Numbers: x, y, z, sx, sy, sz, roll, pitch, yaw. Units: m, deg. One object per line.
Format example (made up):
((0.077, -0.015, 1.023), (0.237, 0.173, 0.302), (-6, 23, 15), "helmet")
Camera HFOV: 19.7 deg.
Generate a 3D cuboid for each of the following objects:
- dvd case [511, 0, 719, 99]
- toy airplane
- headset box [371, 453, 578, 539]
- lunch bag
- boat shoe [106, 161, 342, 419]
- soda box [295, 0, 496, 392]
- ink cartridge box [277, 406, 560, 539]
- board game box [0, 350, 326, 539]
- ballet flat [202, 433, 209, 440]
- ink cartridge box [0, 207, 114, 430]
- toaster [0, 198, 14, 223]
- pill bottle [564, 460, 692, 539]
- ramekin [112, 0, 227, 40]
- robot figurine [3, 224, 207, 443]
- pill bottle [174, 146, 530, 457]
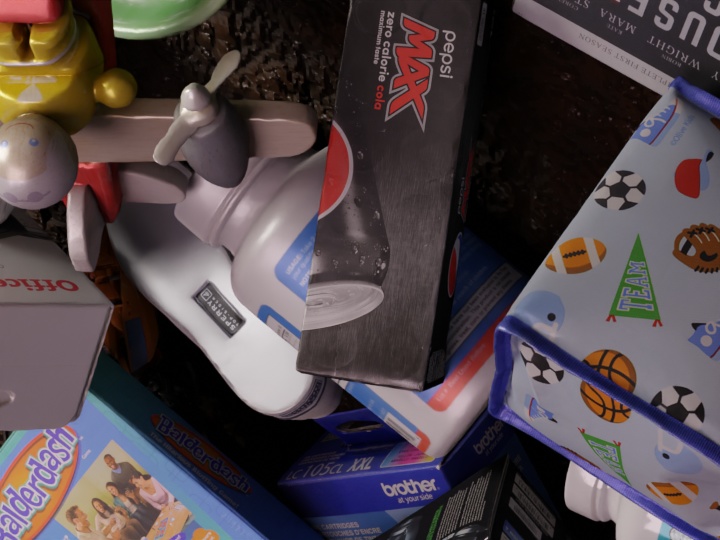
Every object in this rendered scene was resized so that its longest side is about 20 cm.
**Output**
((0.161, -0.166, 0.952), (0.150, 0.025, 0.200), (31, 134, 15), "dvd case")
((-0.152, -0.073, 1.028), (0.199, 0.141, 0.200), (37, 126, -22), "toy airplane")
((0.052, 0.233, 1.163), (0.200, 0.093, 0.174), (-34, 103, 24), "headset box")
((0.186, 0.039, 0.969), (0.200, 0.170, 0.124), (29, 158, 16), "lunch bag")
((-0.078, 0.011, 1.227), (0.071, 0.070, 0.200), (-46, 64, 8), "boat shoe")
((0.018, -0.043, 1.041), (0.071, 0.063, 0.200), (9, 92, 9), "soda box")
((0.044, 0.157, 1.246), (0.136, 0.076, 0.200), (-13, 111, 42), "ink cartridge box")
((-0.135, 0.164, 1.259), (0.200, 0.045, 0.152), (40, 115, 0), "board game box")
((-0.174, 0.092, 1.381), (0.200, 0.071, 0.065), (39, 164, 10), "ballet flat")
((-0.257, 0.004, 1.194), (0.200, 0.145, 0.084), (41, 119, 42), "ink cartridge box")
((-0.232, -0.115, 1.185), (0.129, 0.200, 0.114), (25, 135, -4), "toaster")
((0.209, 0.129, 1.073), (0.200, 0.111, 0.111), (21, 132, 24), "pill bottle")
((-0.112, -0.228, 1.058), (0.200, 0.098, 0.200), (20, 131, 24), "ramekin")
((-0.176, 0.064, 1.304), (0.145, 0.058, 0.200), (-9, 96, 22), "robot figurine")
((0.000, 0.000, 1.134), (0.200, 0.112, 0.112), (39, 136, 6), "pill bottle")
